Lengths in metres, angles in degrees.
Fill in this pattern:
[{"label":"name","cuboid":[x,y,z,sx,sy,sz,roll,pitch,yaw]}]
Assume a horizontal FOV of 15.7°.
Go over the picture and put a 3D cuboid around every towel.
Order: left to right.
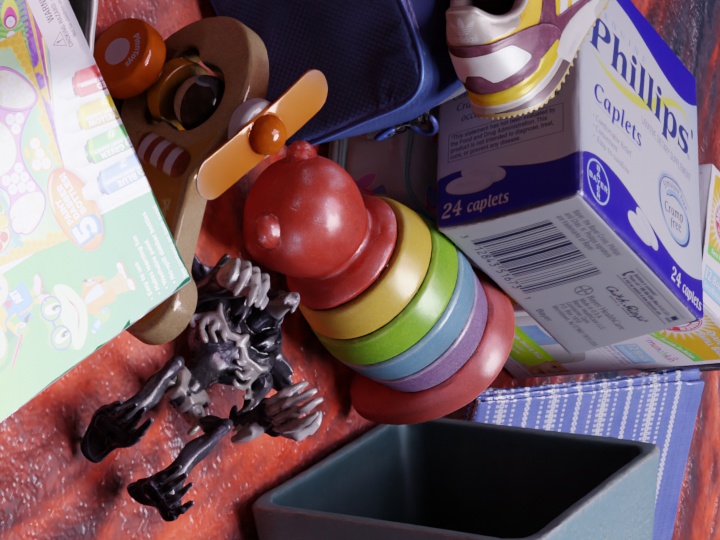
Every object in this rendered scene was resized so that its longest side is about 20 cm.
[{"label":"towel","cuboid":[0.148,0.140,1.817,0.199,0.024,0.145,-4,114,-31]}]

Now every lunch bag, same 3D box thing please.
[{"label":"lunch bag","cuboid":[0.000,-0.174,1.623,0.132,0.136,0.201,-29,99,-55]},{"label":"lunch bag","cuboid":[0.049,-0.108,1.765,0.160,0.077,0.201,37,55,-48]}]

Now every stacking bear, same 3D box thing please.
[{"label":"stacking bear","cuboid":[0.000,0.000,1.634,0.200,0.114,0.122,42,67,-40]}]

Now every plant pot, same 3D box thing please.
[{"label":"plant pot","cuboid":[0.066,0.222,1.647,0.196,0.195,0.201,-26,117,-56]}]

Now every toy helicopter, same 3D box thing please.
[{"label":"toy helicopter","cuboid":[-0.093,-0.053,1.479,0.079,0.132,0.201,38,55,-49]}]

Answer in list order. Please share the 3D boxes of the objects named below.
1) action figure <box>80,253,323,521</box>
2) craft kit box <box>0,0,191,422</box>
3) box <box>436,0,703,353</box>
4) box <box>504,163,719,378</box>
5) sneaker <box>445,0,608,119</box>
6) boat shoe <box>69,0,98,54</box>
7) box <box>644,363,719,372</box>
[{"label":"action figure","cuboid":[-0.075,0.056,1.521,0.119,0.102,0.200,57,41,-18]},{"label":"craft kit box","cuboid":[-0.203,-0.028,1.326,0.197,0.048,0.200,-37,118,-27]},{"label":"box","cuboid":[0.139,-0.079,1.706,0.184,0.105,0.201,42,41,-47]},{"label":"box","cuboid":[0.178,0.003,1.834,0.112,0.199,0.102,40,53,-48]},{"label":"sneaker","cuboid":[0.105,-0.185,1.587,0.090,0.075,0.200,65,33,-36]},{"label":"boat shoe","cuboid":[-0.178,-0.079,1.410,0.072,0.066,0.201,37,55,-50]},{"label":"box","cuboid":[0.236,0.017,1.997,0.200,0.122,0.107,11,76,-57]}]
